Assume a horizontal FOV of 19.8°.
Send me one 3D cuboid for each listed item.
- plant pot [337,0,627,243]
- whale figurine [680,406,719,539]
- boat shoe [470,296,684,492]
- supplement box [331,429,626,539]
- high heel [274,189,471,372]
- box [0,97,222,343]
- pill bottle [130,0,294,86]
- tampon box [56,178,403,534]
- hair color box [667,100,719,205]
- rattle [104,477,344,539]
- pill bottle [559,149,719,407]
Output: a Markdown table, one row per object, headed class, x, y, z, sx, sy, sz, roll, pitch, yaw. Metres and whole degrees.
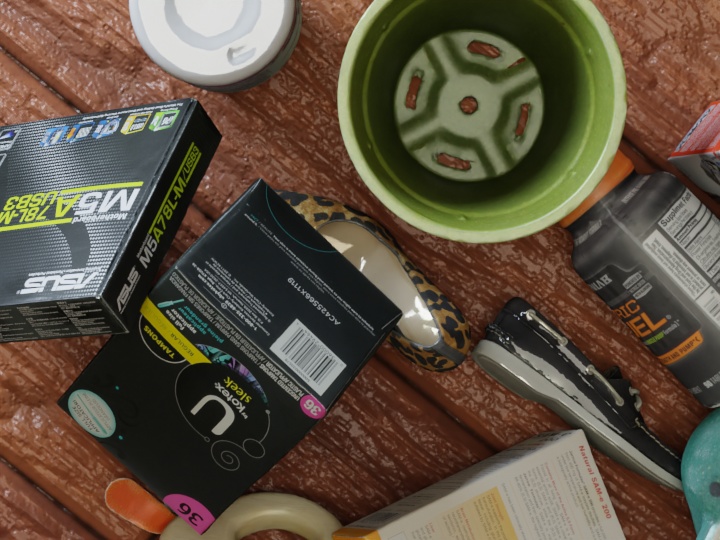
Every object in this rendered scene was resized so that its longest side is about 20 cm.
| class | x | y | z | sx | sy | sz | roll | pitch | yaw |
| --- | --- | --- | --- | --- | --- | --- | --- | --- | --- |
| plant pot | 0.085 | -0.124 | 1.509 | 0.199 | 0.190 | 0.201 | 0 | 94 | 1 |
| whale figurine | 0.291 | 0.187 | 1.568 | 0.104 | 0.159 | 0.201 | 26 | 121 | 35 |
| boat shoe | 0.179 | 0.097 | 1.581 | 0.200 | 0.074 | 0.060 | 35 | 79 | -5 |
| supplement box | 0.095 | 0.215 | 1.550 | 0.200 | 0.073 | 0.126 | -22 | 93 | -23 |
| high heel | 0.000 | 0.000 | 1.538 | 0.200 | 0.143 | 0.071 | 37 | 92 | -2 |
| box | -0.219 | -0.033 | 1.490 | 0.199 | 0.193 | 0.048 | -5 | 134 | 32 |
| pill bottle | -0.100 | -0.187 | 1.493 | 0.113 | 0.200 | 0.114 | 0 | 93 | 0 |
| tampon box | -0.097 | 0.066 | 1.504 | 0.150 | 0.126 | 0.200 | 42 | 133 | -1 |
| hair color box | 0.300 | -0.071 | 1.505 | 0.111 | 0.200 | 0.064 | 40 | 91 | -2 |
| rattle | -0.098 | 0.237 | 1.609 | 0.199 | 0.143 | 0.131 | 13 | 64 | 17 |
| pill bottle | 0.232 | -0.001 | 1.557 | 0.106 | 0.106 | 0.200 | -44 | 91 | 2 |
